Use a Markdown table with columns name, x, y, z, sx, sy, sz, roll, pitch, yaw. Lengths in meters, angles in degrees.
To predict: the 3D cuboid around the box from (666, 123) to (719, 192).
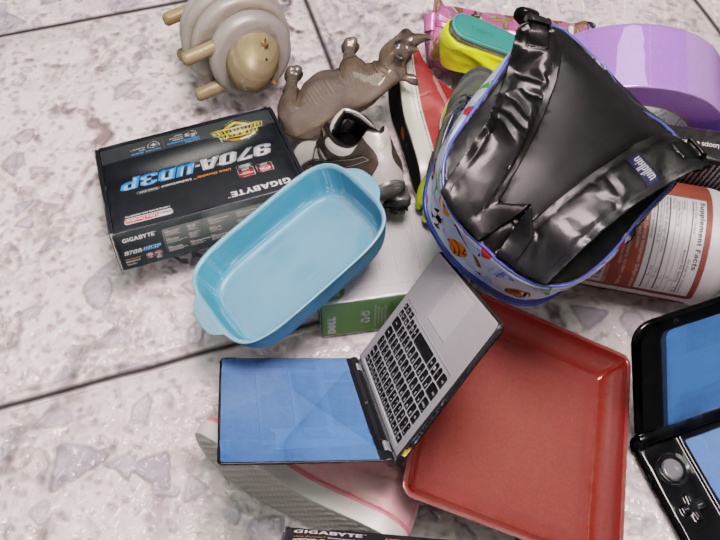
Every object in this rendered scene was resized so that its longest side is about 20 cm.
| name | x | y | z | sx | sy | sz | roll | pitch | yaw |
| --- | --- | --- | --- | --- | --- | --- | --- | --- | --- |
| box | 0.326 | -0.095 | 0.846 | 0.195 | 0.143 | 0.037 | 11 | 74 | 5 |

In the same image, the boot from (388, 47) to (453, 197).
| name | x | y | z | sx | sy | sz | roll | pitch | yaw |
| --- | --- | --- | --- | --- | --- | --- | --- | --- | --- |
| boot | 0.110 | -0.177 | 0.944 | 0.141 | 0.073 | 0.204 | -10 | 64 | -9 |

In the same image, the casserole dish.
| name | x | y | z | sx | sy | sz | roll | pitch | yaw |
| --- | --- | --- | --- | --- | --- | --- | --- | --- | --- |
| casserole dish | -0.060 | -0.010 | 0.760 | 0.199 | 0.039 | 0.121 | -40 | 53 | -8 |

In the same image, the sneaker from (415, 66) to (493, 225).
| name | x | y | z | sx | sy | sz | roll | pitch | yaw |
| --- | --- | --- | --- | --- | --- | --- | --- | --- | --- |
| sneaker | 0.110 | -0.135 | 0.838 | 0.072 | 0.082 | 0.203 | 17 | 55 | 1 |

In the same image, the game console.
| name | x | y | z | sx | sy | sz | roll | pitch | yaw |
| --- | --- | --- | --- | --- | --- | --- | --- | --- | --- |
| game console | 0.339 | 0.121 | 0.719 | 0.196 | 0.117 | 0.178 | -16 | 57 | -11 |

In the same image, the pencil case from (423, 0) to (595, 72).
| name | x | y | z | sx | sy | sz | roll | pitch | yaw |
| --- | --- | --- | --- | --- | --- | --- | --- | --- | --- |
| pencil case | 0.169 | -0.261 | 0.987 | 0.195 | 0.088 | 0.084 | 10 | 50 | 6 |

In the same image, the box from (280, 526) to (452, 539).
| name | x | y | z | sx | sy | sz | roll | pitch | yaw |
| --- | --- | --- | --- | --- | --- | --- | --- | --- | --- |
| box | 0.033 | 0.289 | 0.582 | 0.193 | 0.050 | 0.205 | 4 | 90 | 3 |

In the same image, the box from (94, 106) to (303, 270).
| name | x | y | z | sx | sy | sz | roll | pitch | yaw |
| --- | --- | --- | --- | --- | --- | --- | --- | --- | --- |
| box | -0.163 | -0.089 | 0.870 | 0.196 | 0.047 | 0.160 | -15 | 43 | -11 |

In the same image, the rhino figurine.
| name | x | y | z | sx | sy | sz | roll | pitch | yaw |
| --- | --- | --- | --- | --- | --- | --- | --- | --- | --- |
| rhino figurine | -0.009 | -0.203 | 0.915 | 0.197 | 0.060 | 0.089 | -22 | 45 | 19 |

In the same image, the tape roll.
| name | x | y | z | sx | sy | sz | roll | pitch | yaw |
| --- | --- | --- | --- | --- | --- | --- | --- | --- | --- |
| tape roll | 0.257 | -0.162 | 0.850 | 0.195 | 0.201 | 0.067 | 4 | 73 | 2 |

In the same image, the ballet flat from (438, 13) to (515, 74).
| name | x | y | z | sx | sy | sz | roll | pitch | yaw |
| --- | --- | --- | --- | --- | --- | --- | --- | --- | --- |
| ballet flat | 0.176 | -0.219 | 0.927 | 0.196 | 0.068 | 0.068 | 18 | 51 | -4 |

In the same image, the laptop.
| name | x | y | z | sx | sy | sz | roll | pitch | yaw |
| --- | --- | --- | --- | --- | --- | --- | --- | --- | --- |
| laptop | -0.011 | 0.061 | 0.682 | 0.115 | 0.188 | 0.201 | 35 | 99 | -17 |

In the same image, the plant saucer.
| name | x | y | z | sx | sy | sz | roll | pitch | yaw |
| --- | --- | --- | --- | --- | --- | --- | --- | --- | --- |
| plant saucer | 0.135 | 0.132 | 0.726 | 0.196 | 0.037 | 0.203 | 22 | 56 | -10 |

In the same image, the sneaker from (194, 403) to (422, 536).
| name | x | y | z | sx | sy | sz | roll | pitch | yaw |
| --- | --- | --- | --- | --- | --- | --- | --- | --- | --- |
| sneaker | -0.034 | 0.152 | 0.718 | 0.197 | 0.076 | 0.106 | 24 | 57 | 10 |

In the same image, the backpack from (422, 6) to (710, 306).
| name | x | y | z | sx | sy | sz | roll | pitch | yaw |
| --- | --- | --- | --- | --- | --- | --- | --- | --- | --- |
| backpack | 0.143 | -0.073 | 0.698 | 0.199 | 0.155 | 0.191 | 41 | 68 | 8 |

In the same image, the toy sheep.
| name | x | y | z | sx | sy | sz | roll | pitch | yaw |
| --- | --- | --- | --- | --- | --- | --- | --- | --- | --- |
| toy sheep | -0.147 | -0.268 | 0.964 | 0.135 | 0.139 | 0.202 | -19 | 52 | -14 |

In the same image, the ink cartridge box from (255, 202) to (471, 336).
| name | x | y | z | sx | sy | sz | roll | pitch | yaw |
| --- | --- | --- | --- | --- | --- | --- | --- | --- | --- |
| ink cartridge box | 0.000 | 0.000 | 0.826 | 0.195 | 0.060 | 0.106 | -8 | 56 | -6 |

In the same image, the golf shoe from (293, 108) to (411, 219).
| name | x | y | z | sx | sy | sz | roll | pitch | yaw |
| --- | --- | --- | --- | --- | --- | --- | --- | --- | --- |
| golf shoe | -0.014 | -0.121 | 0.855 | 0.076 | 0.097 | 0.199 | -20 | 27 | -26 |

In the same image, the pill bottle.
| name | x | y | z | sx | sy | sz | roll | pitch | yaw |
| --- | --- | --- | --- | --- | --- | --- | --- | --- | --- |
| pill bottle | 0.286 | -0.030 | 0.821 | 0.195 | 0.113 | 0.114 | 10 | 56 | 5 |
